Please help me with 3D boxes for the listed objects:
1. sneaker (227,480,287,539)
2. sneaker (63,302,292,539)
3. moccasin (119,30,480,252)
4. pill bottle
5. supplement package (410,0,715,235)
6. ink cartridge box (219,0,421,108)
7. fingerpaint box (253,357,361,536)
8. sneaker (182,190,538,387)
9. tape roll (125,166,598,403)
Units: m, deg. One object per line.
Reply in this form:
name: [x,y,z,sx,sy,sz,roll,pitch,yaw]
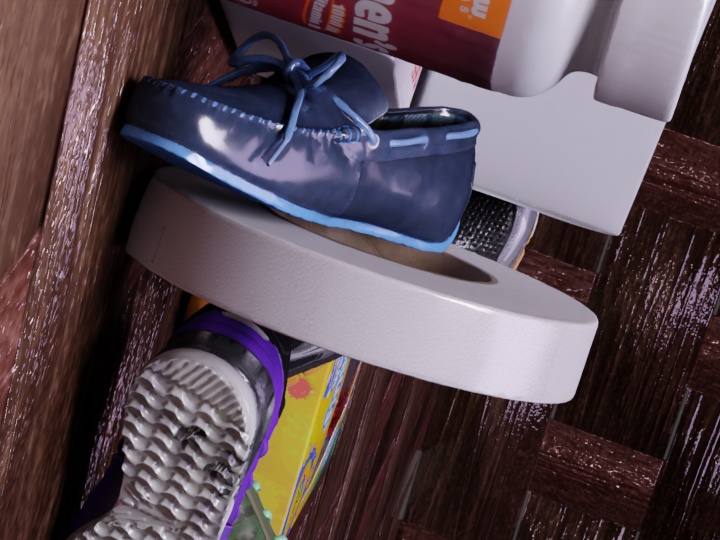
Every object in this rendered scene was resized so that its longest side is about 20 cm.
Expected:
sneaker: [-0.063,0.139,1.228,0.077,0.088,0.201,-33,-135,38]
sneaker: [-0.073,0.085,1.135,0.201,0.069,0.100,-62,178,42]
moccasin: [-0.022,-0.060,1.046,0.200,0.080,0.069,12,103,-58]
pill bottle: [0.036,-0.130,0.967,0.110,0.199,0.110,19,90,-84]
supplement package: [0.103,-0.140,1.223,0.117,0.116,0.201,-85,-166,-68]
ink cartridge box: [0.010,-0.183,1.128,0.146,0.083,0.201,73,35,-80]
fingerpaint box: [-0.037,0.038,1.439,0.167,0.073,0.201,-56,163,-70]
sneaker: [0.000,0.000,1.281,0.199,0.079,0.077,-30,159,3]
tape roll: [0.001,0.004,1.083,0.203,0.201,0.037,-33,143,-81]
